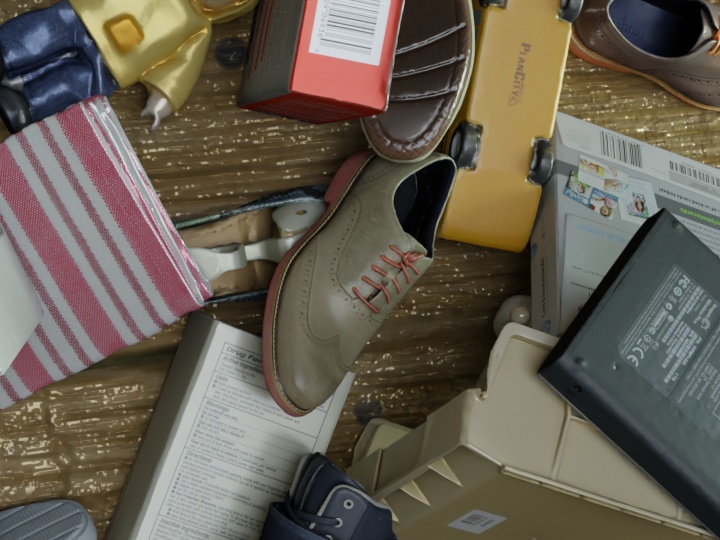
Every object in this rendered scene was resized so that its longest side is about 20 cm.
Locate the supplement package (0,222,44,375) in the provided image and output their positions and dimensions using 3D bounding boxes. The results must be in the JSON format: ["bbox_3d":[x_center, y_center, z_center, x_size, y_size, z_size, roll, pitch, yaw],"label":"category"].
[{"bbox_3d":[-0.310,0.014,1.055,0.200,0.151,0.152,-24,101,4],"label":"supplement package"}]

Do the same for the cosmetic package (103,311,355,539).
[{"bbox_3d":[-0.092,0.138,1.198,0.103,0.073,0.200,23,86,-18],"label":"cosmetic package"}]

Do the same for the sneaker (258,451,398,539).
[{"bbox_3d":[-0.071,0.175,1.122,0.202,0.077,0.146,12,102,-29],"label":"sneaker"}]

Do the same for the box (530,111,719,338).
[{"bbox_3d":[0.188,-0.002,1.226,0.156,0.041,0.200,17,45,-15],"label":"box"}]

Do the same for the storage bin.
[{"bbox_3d":[0.115,0.130,1.185,0.198,0.200,0.094,20,62,-17],"label":"storage bin"}]

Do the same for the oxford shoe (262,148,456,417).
[{"bbox_3d":[0.000,0.000,1.159,0.070,0.075,0.200,43,55,-35],"label":"oxford shoe"}]

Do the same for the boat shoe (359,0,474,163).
[{"bbox_3d":[0.039,-0.161,1.204,0.075,0.075,0.203,7,77,4],"label":"boat shoe"}]

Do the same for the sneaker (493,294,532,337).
[{"bbox_3d":[0.187,0.033,1.287,0.200,0.078,0.100,11,69,-14],"label":"sneaker"}]

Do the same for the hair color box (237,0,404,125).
[{"bbox_3d":[-0.025,-0.145,1.132,0.061,0.200,0.102,10,91,-13],"label":"hair color box"}]

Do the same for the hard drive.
[{"bbox_3d":[0.217,0.077,1.117,0.200,0.033,0.140,42,58,-4],"label":"hard drive"}]

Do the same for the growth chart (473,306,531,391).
[{"bbox_3d":[0.165,0.094,1.258,0.200,0.145,0.018,14,47,-16],"label":"growth chart"}]

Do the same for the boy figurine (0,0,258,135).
[{"bbox_3d":[-0.141,-0.150,1.170,0.200,0.064,0.125,-26,98,-11],"label":"boy figurine"}]

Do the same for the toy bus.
[{"bbox_3d":[0.091,-0.115,1.235,0.065,0.078,0.200,10,91,-17],"label":"toy bus"}]

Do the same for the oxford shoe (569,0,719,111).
[{"bbox_3d":[0.237,-0.150,1.280,0.200,0.073,0.071,10,90,-18],"label":"oxford shoe"}]

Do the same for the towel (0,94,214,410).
[{"bbox_3d":[-0.207,-0.002,1.143,0.200,0.030,0.147,-27,99,13],"label":"towel"}]

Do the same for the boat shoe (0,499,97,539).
[{"bbox_3d":[-0.253,0.212,1.165,0.200,0.072,0.062,-27,126,-10],"label":"boat shoe"}]

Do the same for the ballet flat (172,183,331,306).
[{"bbox_3d":[-0.071,-0.009,1.198,0.200,0.074,0.074,-16,98,-16],"label":"ballet flat"}]
